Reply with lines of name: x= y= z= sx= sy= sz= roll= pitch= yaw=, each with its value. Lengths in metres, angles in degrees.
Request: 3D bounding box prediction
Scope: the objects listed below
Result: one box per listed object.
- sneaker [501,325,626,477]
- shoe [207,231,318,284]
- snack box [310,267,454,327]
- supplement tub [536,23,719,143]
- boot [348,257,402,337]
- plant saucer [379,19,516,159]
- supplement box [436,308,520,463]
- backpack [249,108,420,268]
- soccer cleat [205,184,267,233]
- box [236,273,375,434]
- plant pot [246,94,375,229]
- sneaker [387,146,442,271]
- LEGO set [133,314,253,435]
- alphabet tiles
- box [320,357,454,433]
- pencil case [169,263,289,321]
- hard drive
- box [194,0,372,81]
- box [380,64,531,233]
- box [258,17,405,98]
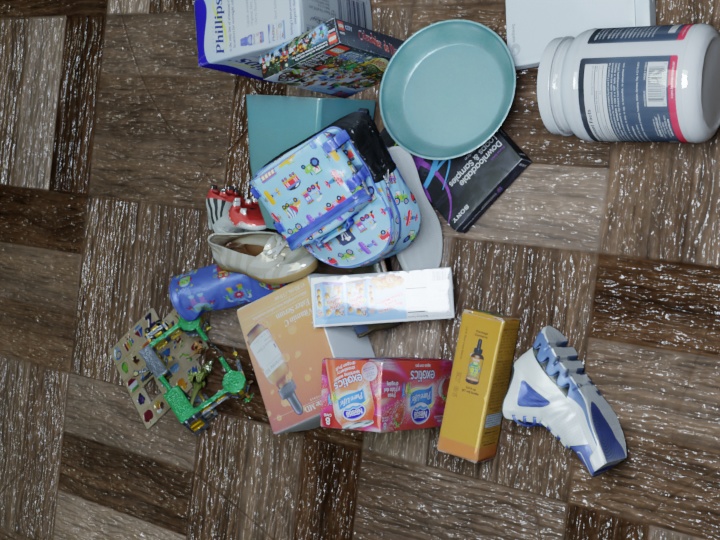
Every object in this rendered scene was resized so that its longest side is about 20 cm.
sneaker: x=0.254 y=0.185 z=1.354 sx=0.115 sy=0.081 sz=0.199 roll=-41 pitch=60 yaw=30
shoe: x=-0.150 y=-0.024 z=1.542 sx=0.200 sy=0.070 sz=0.053 roll=7 pitch=136 yaw=37
snack box: x=0.031 y=0.038 z=1.458 sx=0.200 sy=0.024 sz=0.072 roll=-4 pitch=87 yaw=7
supplement tub: x=0.333 y=-0.227 z=1.269 sx=0.200 sy=0.140 sz=0.140 roll=6 pitch=92 yaw=34
boot: x=0.000 y=0.000 z=1.514 sx=0.097 sy=0.075 sz=0.200 roll=-29 pitch=72 yaw=7
plant saucer: x=0.123 y=-0.246 z=1.434 sx=0.200 sy=0.036 sz=0.200 roll=-5 pitch=79 yaw=24
supplement box: x=0.163 y=0.156 z=1.418 sx=0.067 sy=0.069 sz=0.200 roll=14 pitch=98 yaw=33
backpack: x=-0.026 y=-0.088 z=1.395 sx=0.183 sy=0.135 sz=0.200 roll=-25 pitch=102 yaw=30
soccer cleat: x=-0.196 y=-0.078 z=1.645 sx=0.200 sy=0.069 sz=0.085 roll=30 pitch=116 yaw=56
box: x=-0.074 y=0.124 z=1.555 sx=0.152 sy=0.106 sz=0.200 roll=-28 pitch=73 yaw=30
plant pot: x=-0.077 y=-0.159 z=1.551 sx=0.141 sy=0.141 sz=0.200 roll=9 pitch=101 yaw=34
sneaker: x=0.052 y=-0.083 z=1.506 sx=0.116 sy=0.074 sz=0.200 roll=12 pitch=119 yaw=64
LEGO set: x=-0.268 y=0.172 z=1.700 sx=0.154 sy=0.116 sz=0.200 roll=-43 pitch=71 yaw=-11
alphabet tiles: x=-0.346 y=0.151 z=1.799 sx=0.200 sy=0.008 sz=0.167 roll=-42 pitch=66 yaw=25
box: x=0.042 y=0.167 z=1.417 sx=0.100 sy=0.200 sz=0.096 roll=0 pitch=86 yaw=34
pencil case: x=-0.198 y=0.022 z=1.633 sx=0.200 sy=0.087 sz=0.078 roll=-15 pitch=47 yaw=14
hard drive: x=0.288 y=-0.347 z=1.373 sx=0.200 sy=0.027 sz=0.132 roll=-3 pitch=86 yaw=35
box: x=-0.114 y=-0.359 z=1.553 sx=0.200 sy=0.184 sz=0.105 roll=-5 pitch=87 yaw=35
box: x=0.129 y=-0.172 z=1.470 sx=0.143 sy=0.036 sz=0.200 roll=-49 pitch=65 yaw=23
box: x=-0.030 y=-0.299 z=1.482 sx=0.137 sy=0.200 sz=0.038 roll=-18 pitch=81 yaw=33
